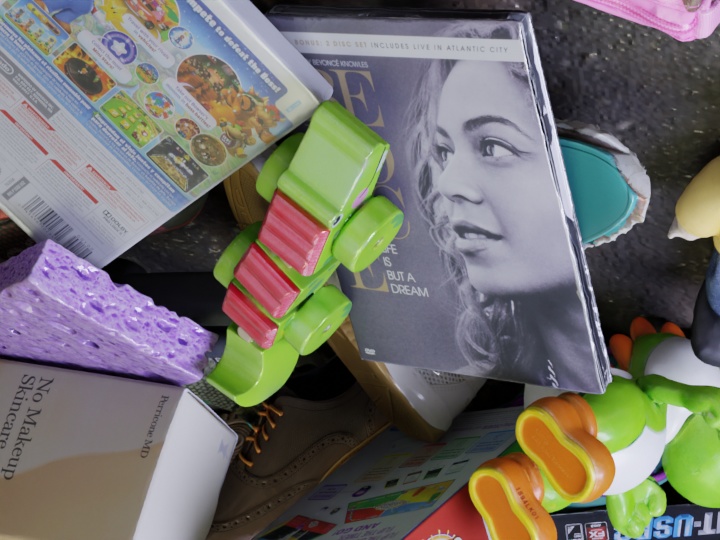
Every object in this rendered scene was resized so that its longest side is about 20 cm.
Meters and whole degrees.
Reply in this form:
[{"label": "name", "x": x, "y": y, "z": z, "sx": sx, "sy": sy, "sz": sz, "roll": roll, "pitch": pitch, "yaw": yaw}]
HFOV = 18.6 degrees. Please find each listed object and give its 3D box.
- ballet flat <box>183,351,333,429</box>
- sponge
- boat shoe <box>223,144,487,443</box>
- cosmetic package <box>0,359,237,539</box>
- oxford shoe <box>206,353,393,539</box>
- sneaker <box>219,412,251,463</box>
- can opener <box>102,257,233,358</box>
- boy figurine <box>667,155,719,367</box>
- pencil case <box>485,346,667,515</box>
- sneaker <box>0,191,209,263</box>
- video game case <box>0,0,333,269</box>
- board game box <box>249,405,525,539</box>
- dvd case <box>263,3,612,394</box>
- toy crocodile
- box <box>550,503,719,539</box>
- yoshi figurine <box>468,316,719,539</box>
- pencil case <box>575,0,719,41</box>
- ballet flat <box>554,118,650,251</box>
[{"label": "ballet flat", "x": -0.065, "y": 0.059, "z": 1.350, "sx": 0.072, "sy": 0.072, "sz": 0.200, "roll": -12, "pitch": 139, "yaw": 41}, {"label": "sponge", "x": -0.172, "y": 0.039, "z": 1.218, "sx": 0.111, "sy": 0.030, "sz": 0.200, "roll": 30, "pitch": 156, "yaw": -23}, {"label": "boat shoe", "x": 0.000, "y": 0.000, "z": 1.204, "sx": 0.200, "sy": 0.069, "sz": 0.071, "roll": 54, "pitch": 162, "yaw": -21}, {"label": "cosmetic package", "x": -0.179, "y": 0.110, "z": 1.212, "sx": 0.199, "sy": 0.106, "sz": 0.071, "roll": 5, "pitch": 156, "yaw": 27}, {"label": "oxford shoe", "x": -0.050, "y": 0.106, "z": 1.306, "sx": 0.071, "sy": 0.200, "sz": 0.073, "roll": 29, "pitch": 153, "yaw": 55}, {"label": "sneaker", "x": -0.028, "y": 0.153, "z": 1.469, "sx": 0.198, "sy": 0.070, "sz": 0.109, "roll": 2, "pitch": 145, "yaw": 21}, {"label": "can opener", "x": -0.113, "y": 0.016, "z": 1.236, "sx": 0.199, "sy": 0.067, "sz": 0.053, "roll": 2, "pitch": 141, "yaw": 36}, {"label": "boy figurine", "x": 0.212, "y": -0.017, "z": 1.058, "sx": 0.123, "sy": 0.065, "sz": 0.200, "roll": 17, "pitch": 154, "yaw": 7}, {"label": "pencil case", "x": 0.101, "y": 0.105, "z": 1.299, "sx": 0.092, "sy": 0.085, "sz": 0.200, "roll": 43, "pitch": 146, "yaw": -11}, {"label": "sneaker", "x": -0.165, "y": -0.040, "z": 1.220, "sx": 0.199, "sy": 0.071, "sz": 0.098, "roll": 0, "pitch": 153, "yaw": 23}, {"label": "video game case", "x": -0.128, "y": -0.088, "z": 1.091, "sx": 0.143, "sy": 0.018, "sz": 0.200, "roll": 45, "pitch": 129, "yaw": -16}, {"label": "board game box", "x": 0.009, "y": 0.144, "z": 1.190, "sx": 0.153, "sy": 0.200, "sz": 0.041, "roll": -11, "pitch": 111, "yaw": 54}, {"label": "dvd case", "x": 0.038, "y": -0.034, "z": 1.068, "sx": 0.148, "sy": 0.016, "sz": 0.201, "roll": 7, "pitch": 124, "yaw": 36}, {"label": "toy crocodile", "x": -0.034, "y": -0.007, "z": 1.091, "sx": 0.067, "sy": 0.062, "sz": 0.200, "roll": 42, "pitch": 141, "yaw": 11}, {"label": "box", "x": 0.152, "y": 0.181, "z": 1.338, "sx": 0.197, "sy": 0.050, "sz": 0.200, "roll": -4, "pitch": 164, "yaw": -8}, {"label": "yoshi figurine", "x": 0.154, "y": 0.095, "z": 1.149, "sx": 0.112, "sy": 0.199, "sz": 0.113, "roll": 10, "pitch": 111, "yaw": 38}, {"label": "pencil case", "x": 0.063, "y": -0.155, "z": 0.875, "sx": 0.199, "sy": 0.094, "sz": 0.091, "roll": 17, "pitch": 151, "yaw": 0}, {"label": "ballet flat", "x": 0.070, "y": -0.041, "z": 1.099, "sx": 0.199, "sy": 0.072, "sz": 0.072, "roll": -11, "pitch": 140, "yaw": 43}]
